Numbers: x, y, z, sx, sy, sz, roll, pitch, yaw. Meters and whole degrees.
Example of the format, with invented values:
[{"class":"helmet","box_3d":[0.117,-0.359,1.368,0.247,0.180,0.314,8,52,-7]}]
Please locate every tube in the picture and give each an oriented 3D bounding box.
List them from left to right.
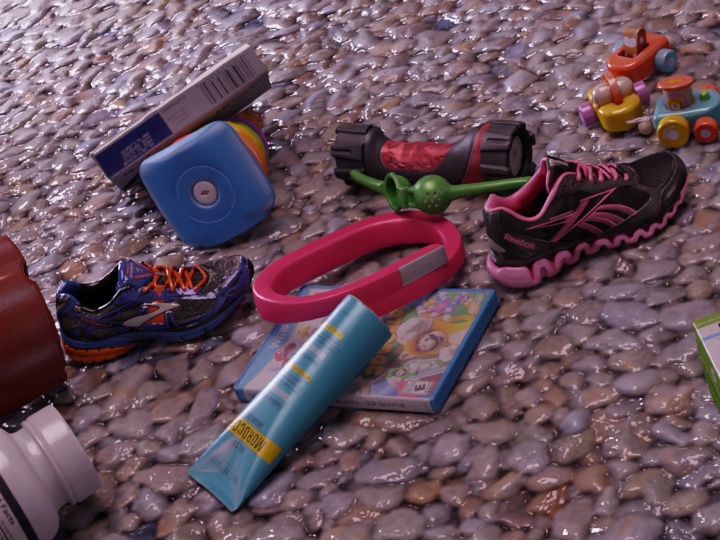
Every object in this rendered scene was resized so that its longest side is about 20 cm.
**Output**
[{"class":"tube","box_3d":[-0.057,0.109,1.529,0.200,0.050,0.077,-48,33,-9]}]

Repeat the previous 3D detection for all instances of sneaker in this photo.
[{"class":"sneaker","box_3d":[-0.194,0.025,1.713,0.199,0.079,0.075,-19,33,6]},{"class":"sneaker","box_3d":[0.193,-0.064,1.603,0.199,0.096,0.079,-26,31,-9]}]

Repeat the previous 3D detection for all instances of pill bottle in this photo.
[{"class":"pill bottle","box_3d":[-0.317,0.197,1.506,0.200,0.111,0.111,-32,34,-16]}]

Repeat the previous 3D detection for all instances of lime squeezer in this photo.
[{"class":"lime squeezer","box_3d":[0.055,-0.080,1.704,0.199,0.038,0.071,4,37,35]}]

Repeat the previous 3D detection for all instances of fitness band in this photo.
[{"class":"fitness band","box_3d":[0.000,0.000,1.648,0.199,0.038,0.143,-25,23,-24]}]

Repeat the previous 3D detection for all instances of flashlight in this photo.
[{"class":"flashlight","box_3d":[0.066,-0.114,1.765,0.199,0.068,0.068,6,76,29]}]

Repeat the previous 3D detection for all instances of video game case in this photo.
[{"class":"video game case","box_3d":[0.005,0.065,1.595,0.199,0.018,0.143,1,40,31]}]

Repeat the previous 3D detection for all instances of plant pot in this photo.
[{"class":"plant pot","box_3d":[-0.381,0.072,1.668,0.195,0.202,0.201,-23,32,-18]}]

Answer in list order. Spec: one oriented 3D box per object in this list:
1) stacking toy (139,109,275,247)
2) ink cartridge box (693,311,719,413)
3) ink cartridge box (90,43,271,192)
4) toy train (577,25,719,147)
[{"class":"stacking toy","box_3d":[-0.134,-0.116,1.879,0.116,0.110,0.200,-27,18,21]},{"class":"ink cartridge box","box_3d":[0.338,0.095,1.304,0.147,0.076,0.200,-19,31,4]},{"class":"ink cartridge box","box_3d":[-0.182,-0.155,1.932,0.199,0.041,0.200,-35,0,-1]},{"class":"toy train","box_3d":[0.288,-0.186,1.757,0.150,0.056,0.200,-37,35,-22]}]
